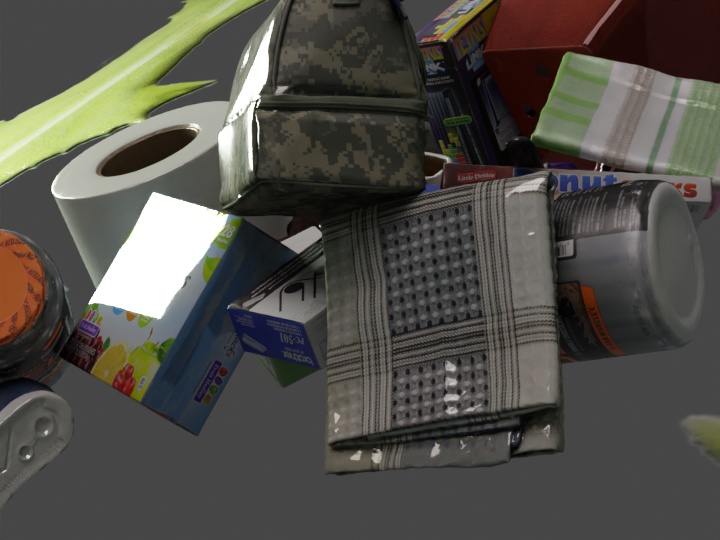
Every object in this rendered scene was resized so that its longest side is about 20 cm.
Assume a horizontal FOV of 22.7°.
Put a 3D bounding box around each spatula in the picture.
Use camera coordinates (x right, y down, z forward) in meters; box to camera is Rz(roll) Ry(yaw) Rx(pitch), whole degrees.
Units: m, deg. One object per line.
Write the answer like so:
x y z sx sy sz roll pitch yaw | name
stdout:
0.136 -0.078 1.379 0.056 0.021 0.200 -8 -8 12 | spatula

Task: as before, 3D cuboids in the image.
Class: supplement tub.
-0.312 0.038 1.544 0.122 0.123 0.200 -26 -12 -10 | supplement tub
0.138 0.007 1.299 0.199 0.123 0.123 -9 25 29 | supplement tub

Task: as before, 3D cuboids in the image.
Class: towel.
0.052 0.041 1.250 0.191 0.202 0.034 -10 -16 28 | towel
0.244 -0.118 1.402 0.199 0.031 0.149 14 34 10 | towel

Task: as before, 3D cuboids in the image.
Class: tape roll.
-0.179 -0.057 1.724 0.201 0.140 0.203 -18 22 7 | tape roll

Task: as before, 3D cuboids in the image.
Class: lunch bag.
-0.029 -0.132 1.345 0.138 0.169 0.200 -1 -4 -13 | lunch bag

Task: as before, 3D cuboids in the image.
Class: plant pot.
0.229 -0.197 1.615 0.199 0.201 0.176 5 43 49 | plant pot

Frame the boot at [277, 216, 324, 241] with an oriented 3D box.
-0.040 -0.085 1.602 0.199 0.167 0.072 -18 16 37 | boot

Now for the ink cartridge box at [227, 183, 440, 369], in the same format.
0.000 0.000 1.395 0.200 0.044 0.094 -37 30 -32 | ink cartridge box

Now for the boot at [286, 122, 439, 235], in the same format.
0.023 -0.084 1.728 0.199 0.068 0.131 -19 34 7 | boot

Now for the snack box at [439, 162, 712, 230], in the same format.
0.159 -0.053 1.348 0.198 0.025 0.072 3 -18 0 | snack box

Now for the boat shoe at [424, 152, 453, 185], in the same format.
0.006 -0.094 1.650 0.199 0.070 0.071 15 52 33 | boat shoe

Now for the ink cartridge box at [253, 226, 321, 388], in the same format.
-0.042 0.036 1.484 0.103 0.060 0.200 -26 25 -12 | ink cartridge box

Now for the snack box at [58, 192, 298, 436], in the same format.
-0.154 0.030 1.489 0.169 0.068 0.200 -60 29 -6 | snack box

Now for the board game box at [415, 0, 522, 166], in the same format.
0.133 -0.180 1.682 0.056 0.166 0.200 -4 27 39 | board game box

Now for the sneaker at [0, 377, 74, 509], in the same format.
-0.332 0.159 1.465 0.200 0.081 0.146 -36 16 -21 | sneaker

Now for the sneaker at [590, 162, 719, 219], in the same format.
0.197 -0.052 1.422 0.199 0.096 0.079 -34 28 -26 | sneaker
